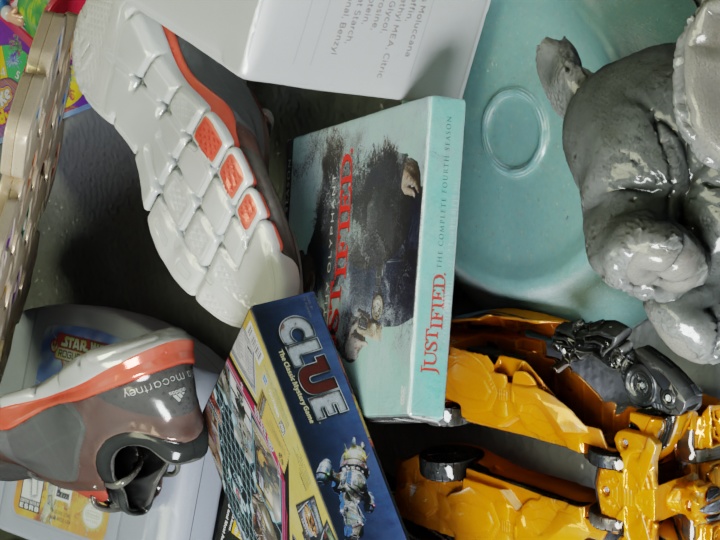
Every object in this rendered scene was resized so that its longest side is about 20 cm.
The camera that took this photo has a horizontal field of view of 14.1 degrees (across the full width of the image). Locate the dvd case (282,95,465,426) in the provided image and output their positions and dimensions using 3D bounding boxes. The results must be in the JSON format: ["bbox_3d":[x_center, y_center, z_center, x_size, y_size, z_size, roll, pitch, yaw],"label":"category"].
[{"bbox_3d":[0.000,0.000,1.376,0.200,0.022,0.147,172,103,-71],"label":"dvd case"}]

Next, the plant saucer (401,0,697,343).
[{"bbox_3d":[0.081,-0.064,1.347,0.200,0.036,0.201,5,97,45],"label":"plant saucer"}]

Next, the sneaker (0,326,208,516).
[{"bbox_3d":[-0.141,0.092,1.480,0.200,0.077,0.082,-29,80,56],"label":"sneaker"}]

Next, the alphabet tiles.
[{"bbox_3d":[-0.178,-0.035,1.524,0.200,0.015,0.196,103,179,-46],"label":"alphabet tiles"}]

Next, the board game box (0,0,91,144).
[{"bbox_3d":[-0.198,-0.159,1.623,0.200,0.039,0.159,-16,82,46],"label":"board game box"}]

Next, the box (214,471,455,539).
[{"bbox_3d":[-0.007,0.201,1.452,0.193,0.047,0.201,34,117,44],"label":"box"}]

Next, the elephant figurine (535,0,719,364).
[{"bbox_3d":[0.188,-0.065,1.191,0.200,0.155,0.142,-40,22,29],"label":"elephant figurine"}]

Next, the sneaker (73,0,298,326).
[{"bbox_3d":[-0.067,-0.063,1.442,0.077,0.082,0.200,-47,60,37],"label":"sneaker"}]

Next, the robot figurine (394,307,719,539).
[{"bbox_3d":[0.092,0.082,1.325,0.200,0.058,0.146,14,112,45],"label":"robot figurine"}]

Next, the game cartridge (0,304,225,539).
[{"bbox_3d":[-0.140,0.087,1.564,0.200,0.041,0.134,10,94,52],"label":"game cartridge"}]

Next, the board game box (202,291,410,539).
[{"bbox_3d":[-0.017,0.129,1.363,0.136,0.034,0.201,119,134,-61],"label":"board game box"}]

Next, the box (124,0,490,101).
[{"bbox_3d":[-0.028,-0.204,1.353,0.199,0.130,0.201,35,114,50],"label":"box"}]
